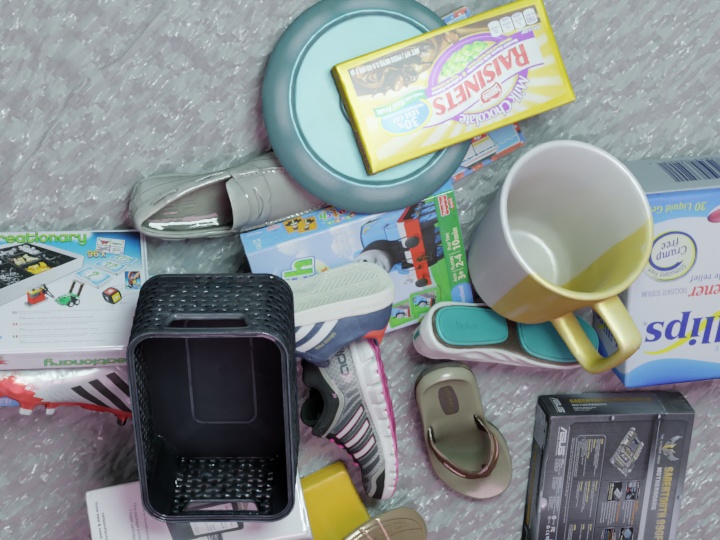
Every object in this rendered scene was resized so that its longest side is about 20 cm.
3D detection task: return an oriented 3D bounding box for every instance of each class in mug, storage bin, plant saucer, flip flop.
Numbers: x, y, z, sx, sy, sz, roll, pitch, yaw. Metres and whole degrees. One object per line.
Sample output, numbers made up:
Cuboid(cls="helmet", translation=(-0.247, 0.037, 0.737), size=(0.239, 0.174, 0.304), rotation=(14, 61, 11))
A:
Cuboid(cls="mug", translation=(0.171, -0.005, 1.570), size=(0.148, 0.153, 0.188), rotation=(7, 69, -16))
Cuboid(cls="storage bin", translation=(-0.124, 0.111, 1.470), size=(0.134, 0.094, 0.201), rotation=(0, 121, 1))
Cuboid(cls="plant saucer", translation=(0.012, -0.153, 1.523), size=(0.198, 0.027, 0.202), rotation=(0, 88, -10))
Cuboid(cls="flip flop", translation=(0.104, 0.168, 1.686), size=(0.080, 0.058, 0.201), rotation=(-21, 135, -1))

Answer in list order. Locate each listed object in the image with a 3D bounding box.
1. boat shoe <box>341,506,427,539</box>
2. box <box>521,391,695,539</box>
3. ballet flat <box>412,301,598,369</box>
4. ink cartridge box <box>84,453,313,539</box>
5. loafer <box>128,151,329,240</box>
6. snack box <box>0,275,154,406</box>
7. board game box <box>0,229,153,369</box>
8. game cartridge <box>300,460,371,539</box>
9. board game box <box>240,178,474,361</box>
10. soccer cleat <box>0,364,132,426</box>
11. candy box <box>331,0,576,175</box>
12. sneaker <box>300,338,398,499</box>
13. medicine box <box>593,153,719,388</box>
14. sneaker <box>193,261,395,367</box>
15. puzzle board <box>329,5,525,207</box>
Cuboid(cls="boat shoe", translation=(-0.021, 0.306, 1.701), size=(0.200, 0.065, 0.072), rotation=(-42, 105, -14))
Cuboid(cls="box", translation=(0.253, 0.225, 1.764), size=(0.157, 0.048, 0.202), rotation=(-2, 113, -12))
Cuboid(cls="ballet flat", translation=(0.137, 0.065, 1.661), size=(0.198, 0.069, 0.070), rotation=(5, 112, -29))
Cuboid(cls="ink cartridge box", translation=(-0.148, 0.239, 1.616), size=(0.198, 0.146, 0.085), rotation=(-11, 75, -3))
Cuboid(cls="loafer", translation=(-0.111, -0.062, 1.549), size=(0.198, 0.070, 0.070), rotation=(-11, 119, -4))
Cuboid(cls="snack box", translation=(-0.244, 0.065, 1.597), size=(0.198, 0.037, 0.117), rotation=(-2, 113, -11))
Cuboid(cls="board game box", translation=(-0.288, 0.025, 1.525), size=(0.198, 0.127, 0.035), rotation=(-1, 148, -11))
Cuboid(cls="game cartridge", translation=(-0.057, 0.313, 1.748), size=(0.175, 0.032, 0.201), rotation=(-25, 113, -1))
Cuboid(cls="board game box", translation=(0.000, 0.000, 1.600), size=(0.198, 0.037, 0.152), rotation=(-17, 133, -3))
Cuboid(cls="soccer cleat", translation=(-0.256, 0.090, 1.551), size=(0.198, 0.069, 0.086), rotation=(13, 101, -20))
Cuboid(cls="candy box", translation=(0.084, -0.165, 1.509), size=(0.199, 0.026, 0.103), rotation=(-21, 95, -9))
Cuboid(cls="sneaker", translation=(-0.012, 0.145, 1.656), size=(0.087, 0.074, 0.201), rotation=(-9, 128, 3))
Cuboid(cls="medicine box", translation=(0.328, -0.003, 1.654), size=(0.180, 0.103, 0.202), rotation=(-6, 113, -9))
Cuboid(cls="sneaker", translation=(-0.065, 0.052, 1.546), size=(0.198, 0.075, 0.085), rotation=(-6, 128, -11))
Cuboid(cls="puzzle board", translation=(0.040, -0.134, 1.585), size=(0.199, 0.017, 0.151), rotation=(-27, 115, 1))
